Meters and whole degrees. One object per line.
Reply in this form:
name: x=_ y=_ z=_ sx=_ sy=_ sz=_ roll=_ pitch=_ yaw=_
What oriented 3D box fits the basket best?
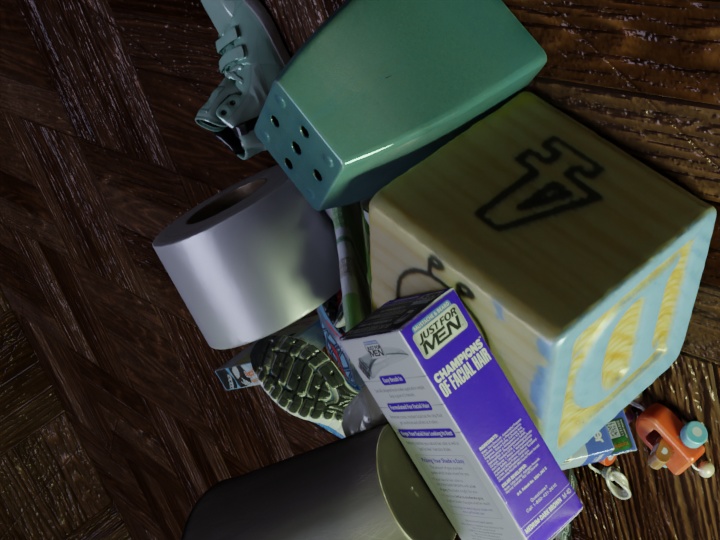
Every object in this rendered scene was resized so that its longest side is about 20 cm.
basket: x=-0.030 y=0.215 z=1.006 sx=0.199 sy=0.180 sz=0.137 roll=-28 pitch=100 yaw=29

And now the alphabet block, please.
alphabet block: x=0.142 y=0.009 z=0.982 sx=0.200 sy=0.196 sz=0.196 roll=38 pitch=148 yaw=31

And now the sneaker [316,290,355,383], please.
sneaker: x=0.005 y=0.097 z=1.471 sx=0.202 sy=0.079 sz=0.095 roll=67 pitch=162 yaw=-5

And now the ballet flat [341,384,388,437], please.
ballet flat: x=0.013 y=0.148 z=1.075 sx=0.069 sy=0.069 sz=0.201 roll=42 pitch=158 yaw=24

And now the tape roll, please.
tape roll: x=-0.122 y=-0.021 z=1.384 sx=0.202 sy=0.202 sz=0.140 roll=-2 pitch=120 yaw=60

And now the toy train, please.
toy train: x=0.244 y=0.168 z=1.153 sx=0.151 sy=0.055 sz=0.200 roll=50 pitch=153 yaw=11

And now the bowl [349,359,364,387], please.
bowl: x=0.086 y=0.132 z=1.333 sx=0.201 sy=0.090 sz=0.202 roll=40 pitch=152 yaw=26

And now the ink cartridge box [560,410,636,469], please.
ink cartridge box: x=0.144 y=0.124 z=1.072 sx=0.042 sy=0.198 sz=0.120 roll=106 pitch=152 yaw=-64

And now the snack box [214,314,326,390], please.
snack box: x=-0.114 y=0.111 z=1.620 sx=0.037 sy=0.116 sz=0.200 roll=57 pitch=154 yaw=-7

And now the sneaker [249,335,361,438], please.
sneaker: x=-0.040 y=0.145 z=1.334 sx=0.199 sy=0.079 sz=0.089 roll=35 pitch=164 yaw=-7

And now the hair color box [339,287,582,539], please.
hair color box: x=0.076 y=0.117 z=0.928 sx=0.201 sy=0.065 sz=0.109 roll=57 pitch=155 yaw=-9

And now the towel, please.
towel: x=-0.008 y=0.006 z=1.102 sx=0.150 sy=0.030 sz=0.202 roll=67 pitch=-167 yaw=-57

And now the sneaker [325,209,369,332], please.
sneaker: x=0.000 y=0.000 z=1.282 sx=0.199 sy=0.129 sz=0.080 roll=48 pitch=151 yaw=13

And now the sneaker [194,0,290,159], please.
sneaker: x=-0.141 y=-0.217 z=1.279 sx=0.201 sy=0.118 sz=0.074 roll=57 pitch=155 yaw=-2

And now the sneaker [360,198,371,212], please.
sneaker: x=0.051 y=-0.086 z=1.184 sx=0.200 sy=0.077 sz=0.080 roll=33 pitch=114 yaw=49

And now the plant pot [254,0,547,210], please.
plant pot: x=0.019 y=-0.149 z=0.997 sx=0.142 sy=0.199 sz=0.141 roll=51 pitch=154 yaw=7

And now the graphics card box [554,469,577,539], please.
graphics card box: x=0.165 y=0.191 z=1.217 sx=0.050 sy=0.126 sz=0.201 roll=-12 pitch=120 yaw=23
